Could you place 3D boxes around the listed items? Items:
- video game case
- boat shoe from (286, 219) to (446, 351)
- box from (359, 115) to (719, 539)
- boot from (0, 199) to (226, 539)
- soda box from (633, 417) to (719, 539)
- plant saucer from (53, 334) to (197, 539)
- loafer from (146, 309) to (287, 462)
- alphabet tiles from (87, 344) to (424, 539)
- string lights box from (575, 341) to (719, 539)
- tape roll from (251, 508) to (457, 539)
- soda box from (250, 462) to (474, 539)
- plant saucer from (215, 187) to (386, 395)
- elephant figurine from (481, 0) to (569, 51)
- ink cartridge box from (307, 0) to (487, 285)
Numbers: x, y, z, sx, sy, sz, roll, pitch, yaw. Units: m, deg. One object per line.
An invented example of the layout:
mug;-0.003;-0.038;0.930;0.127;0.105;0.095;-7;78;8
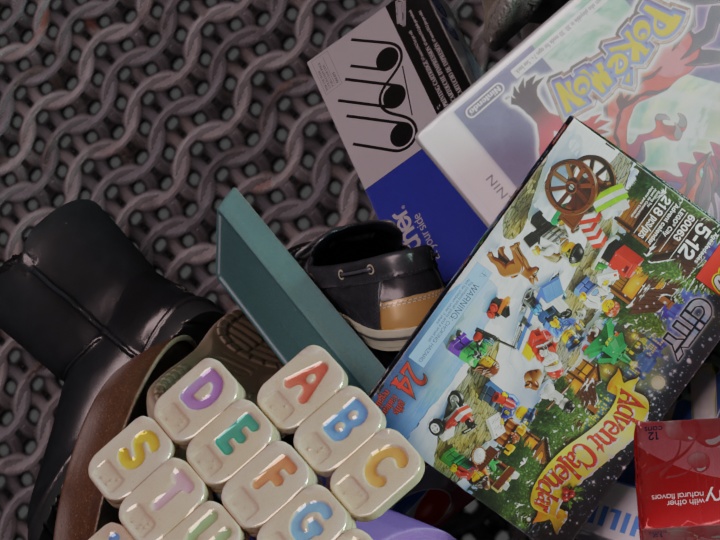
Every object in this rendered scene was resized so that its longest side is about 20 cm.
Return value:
video game case;0.162;-0.070;1.487;0.200;0.023;0.182;-40;85;7
boat shoe;0.000;0.000;1.575;0.200;0.074;0.063;-157;55;-68
box;0.112;0.036;1.457;0.136;0.038;0.200;35;96;-1
boot;-0.186;0.069;1.725;0.168;0.076;0.201;35;95;41
soda box;0.246;0.115;1.412;0.199;0.070;0.064;-4;63;7
plant saucer;-0.142;0.133;1.595;0.036;0.200;0.201;12;75;11
loafer;-0.076;0.078;1.602;0.075;0.200;0.069;29;115;18
alphabet tiles;-0.068;0.133;1.429;0.195;0.015;0.200;-40;48;-4
string lights box;0.176;0.064;1.521;0.102;0.059;0.201;15;78;31
tape roll;-0.015;0.228;1.478;0.065;0.200;0.201;20;80;34
soda box;-0.004;0.138;1.585;0.200;0.063;0.070;-39;53;11
plant saucer;-0.035;0.035;1.564;0.019;0.070;0.200;-18;46;-24
elephant figurine;0.113;-0.191;1.553;0.141;0.155;0.200;-44;21;15
ink cartridge box;0.045;-0.076;1.668;0.094;0.044;0.201;-35;56;16
